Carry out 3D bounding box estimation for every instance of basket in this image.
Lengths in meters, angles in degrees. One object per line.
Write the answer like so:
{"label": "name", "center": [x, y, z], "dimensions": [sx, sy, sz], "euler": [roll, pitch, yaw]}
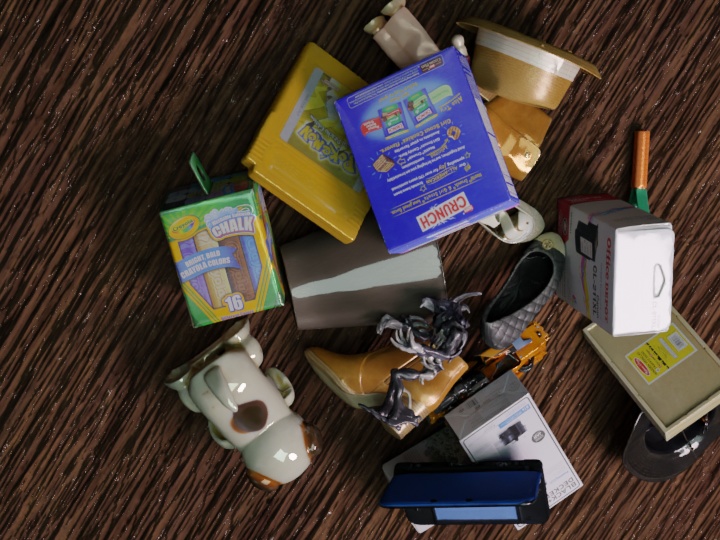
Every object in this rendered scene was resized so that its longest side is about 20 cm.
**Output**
{"label": "basket", "center": [0.000, 0.000, 1.597], "dimensions": [0.197, 0.136, 0.183], "euler": [-12, 98, -6]}

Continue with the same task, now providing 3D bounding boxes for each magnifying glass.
{"label": "magnifying glass", "center": [0.390, -0.093, 1.696], "dimensions": [0.022, 0.080, 0.203], "euler": [0, 94, -9]}

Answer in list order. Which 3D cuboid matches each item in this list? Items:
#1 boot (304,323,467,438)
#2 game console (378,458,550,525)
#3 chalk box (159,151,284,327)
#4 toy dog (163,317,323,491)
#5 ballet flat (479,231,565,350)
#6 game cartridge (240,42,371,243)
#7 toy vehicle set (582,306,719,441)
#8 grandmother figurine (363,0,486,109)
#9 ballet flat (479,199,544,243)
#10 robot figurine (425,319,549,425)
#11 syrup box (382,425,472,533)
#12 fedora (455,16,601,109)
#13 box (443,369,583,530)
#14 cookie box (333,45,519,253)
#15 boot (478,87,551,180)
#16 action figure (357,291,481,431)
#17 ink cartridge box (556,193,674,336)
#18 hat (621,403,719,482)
{"label": "boot", "center": [0.035, 0.122, 1.631], "dimensions": [0.144, 0.200, 0.071], "euler": [-47, 149, -16]}
{"label": "game console", "center": [0.138, 0.310, 1.563], "dimensions": [0.197, 0.119, 0.172], "euler": [-3, 131, 14]}
{"label": "chalk box", "center": [-0.176, -0.052, 1.536], "dimensions": [0.122, 0.125, 0.202], "euler": [-12, 108, 2]}
{"label": "toy dog", "center": [-0.135, 0.184, 1.585], "dimensions": [0.139, 0.194, 0.201], "euler": [-39, 103, -13]}
{"label": "ballet flat", "center": [0.225, 0.022, 1.641], "dimensions": [0.201, 0.066, 0.057], "euler": [-56, 154, -26]}
{"label": "game cartridge", "center": [-0.041, -0.163, 1.546], "dimensions": [0.175, 0.032, 0.202], "euler": [34, 63, -18]}
{"label": "toy vehicle set", "center": [0.418, 0.124, 1.696], "dimensions": [0.124, 0.201, 0.027], "euler": [-33, 145, -1]}
{"label": "grandmother figurine", "center": [0.094, -0.254, 1.549], "dimensions": [0.201, 0.060, 0.121], "euler": [53, 132, 1]}
{"label": "ballet flat", "center": [0.182, -0.072, 1.623], "dimensions": [0.199, 0.063, 0.067], "euler": [28, 123, -38]}
{"label": "robot figurine", "center": [0.170, 0.145, 1.680], "dimensions": [0.199, 0.145, 0.059], "euler": [-33, 72, -4]}
{"label": "syrup box", "center": [0.139, 0.275, 1.715], "dimensions": [0.199, 0.079, 0.082], "euler": [-31, 122, -4]}
{"label": "fedora", "center": [0.205, -0.256, 1.544], "dimensions": [0.199, 0.201, 0.083], "euler": [19, 100, -16]}
{"label": "box", "center": [0.210, 0.245, 1.644], "dimensions": [0.116, 0.060, 0.201], "euler": [-33, 123, -1]}
{"label": "cookie box", "center": [0.081, -0.144, 1.487], "dimensions": [0.170, 0.075, 0.202], "euler": [-22, 83, 18]}
{"label": "boot", "center": [0.158, -0.159, 1.618], "dimensions": [0.143, 0.071, 0.202], "euler": [36, 88, -12]}
{"label": "action figure", "center": [0.071, 0.098, 1.517], "dimensions": [0.101, 0.119, 0.201], "euler": [31, 85, -9]}
{"label": "ink cartridge box", "center": [0.337, -0.012, 1.631], "dimensions": [0.082, 0.200, 0.148], "euler": [-4, 105, -12]}
{"label": "hat", "center": [0.448, 0.206, 1.769], "dimensions": [0.198, 0.081, 0.203], "euler": [-14, 127, -20]}
